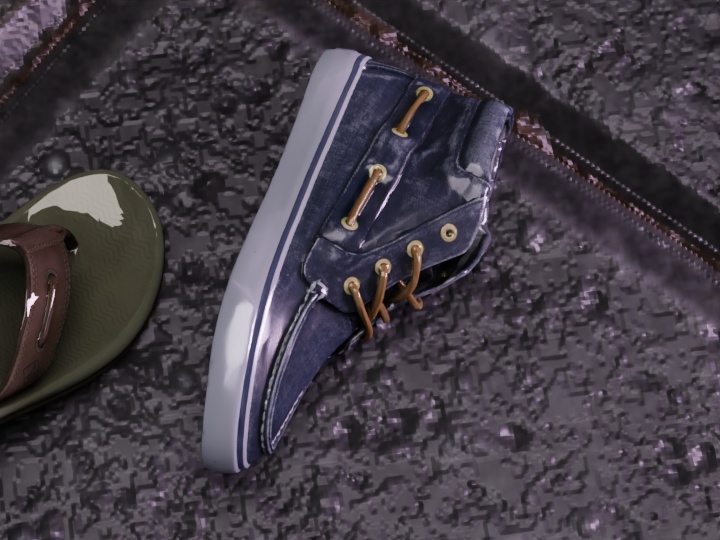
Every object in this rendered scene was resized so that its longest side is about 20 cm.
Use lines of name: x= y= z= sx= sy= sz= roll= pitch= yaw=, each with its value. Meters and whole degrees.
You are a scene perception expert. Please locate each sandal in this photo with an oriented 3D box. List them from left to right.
sandal: x=-0.152 y=0.021 z=1.117 sx=0.080 sy=0.057 sz=0.201 roll=40 pitch=52 yaw=14

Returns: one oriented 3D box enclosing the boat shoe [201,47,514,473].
boat shoe: x=0.000 y=0.000 z=1.139 sx=0.090 sy=0.071 sz=0.201 roll=15 pitch=65 yaw=8
